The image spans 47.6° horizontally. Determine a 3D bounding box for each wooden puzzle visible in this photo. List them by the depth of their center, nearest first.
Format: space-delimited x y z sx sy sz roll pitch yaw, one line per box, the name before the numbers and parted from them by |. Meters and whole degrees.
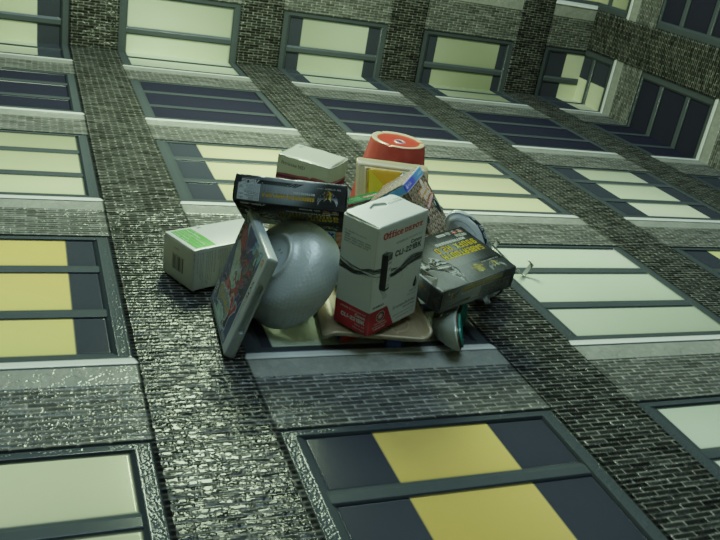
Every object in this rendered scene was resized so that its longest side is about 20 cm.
wooden puzzle | 0.017 0.086 1.492 0.195 0.047 0.186 1 25 -11
wooden puzzle | 0.076 -0.171 1.938 0.180 0.205 0.037 5 -18 -13

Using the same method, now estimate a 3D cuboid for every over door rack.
over door rack | 0.279 -0.047 1.851 0.198 0.067 0.148 23 13 -38

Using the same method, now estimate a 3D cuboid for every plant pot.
plant pot | 0.081 -0.247 2.079 0.195 0.181 0.201 10 23 -4

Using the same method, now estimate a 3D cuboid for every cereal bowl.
cereal bowl | -0.136 -0.006 1.421 0.199 0.201 0.083 35 -7 44

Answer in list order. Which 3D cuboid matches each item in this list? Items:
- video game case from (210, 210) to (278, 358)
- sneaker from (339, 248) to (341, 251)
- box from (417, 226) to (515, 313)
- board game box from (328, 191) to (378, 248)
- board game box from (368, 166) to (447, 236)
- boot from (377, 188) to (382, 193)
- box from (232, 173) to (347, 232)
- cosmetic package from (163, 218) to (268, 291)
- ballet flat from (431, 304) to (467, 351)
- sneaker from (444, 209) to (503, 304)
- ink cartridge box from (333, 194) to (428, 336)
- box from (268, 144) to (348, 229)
video game case | -0.200 0.018 1.371 0.023 0.185 0.201 19 19 -24
sneaker | 0.000 0.000 1.603 0.088 0.080 0.200 17 9 3
box | 0.169 -0.005 1.536 0.197 0.049 0.158 -16 41 -35
board game box | -0.029 -0.085 1.728 0.029 0.138 0.198 23 27 33
board game box | 0.115 -0.092 1.714 0.096 0.203 0.160 -25 11 24
boot | 0.083 -0.103 1.864 0.163 0.202 0.073 -22 31 14
box | -0.120 -0.118 1.452 0.195 0.050 0.159 7 -11 0
cosmetic package | -0.269 -0.034 1.574 0.107 0.087 0.198 26 29 37
ballet flat | 0.163 0.099 1.514 0.068 0.071 0.200 13 21 5
sneaker | 0.228 -0.025 1.671 0.074 0.203 0.115 -28 5 26
ink cartridge box | 0.035 -0.011 1.405 0.083 0.204 0.143 23 30 34
box | -0.115 -0.150 1.750 0.125 0.204 0.109 17 23 15
